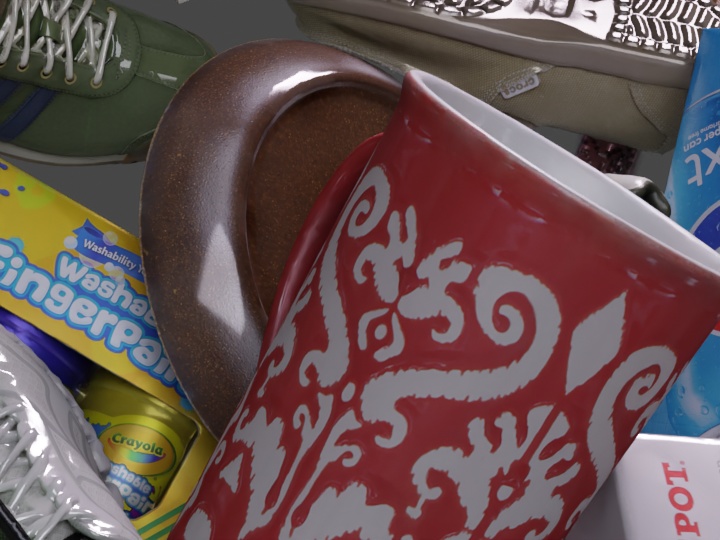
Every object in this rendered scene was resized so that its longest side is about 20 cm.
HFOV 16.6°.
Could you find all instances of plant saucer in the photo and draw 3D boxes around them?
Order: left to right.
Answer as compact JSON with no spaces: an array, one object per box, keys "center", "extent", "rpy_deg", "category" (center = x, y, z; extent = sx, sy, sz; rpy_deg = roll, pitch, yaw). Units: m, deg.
[{"center":[0.000,0.000,0.972],"extent":[0.199,0.032,0.202],"rpy_deg":[18,63,-40],"category":"plant saucer"}]

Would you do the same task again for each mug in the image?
[{"center":[0.022,0.050,0.843],"extent":[0.133,0.178,0.201],"rpy_deg":[30,98,-5],"category":"mug"}]

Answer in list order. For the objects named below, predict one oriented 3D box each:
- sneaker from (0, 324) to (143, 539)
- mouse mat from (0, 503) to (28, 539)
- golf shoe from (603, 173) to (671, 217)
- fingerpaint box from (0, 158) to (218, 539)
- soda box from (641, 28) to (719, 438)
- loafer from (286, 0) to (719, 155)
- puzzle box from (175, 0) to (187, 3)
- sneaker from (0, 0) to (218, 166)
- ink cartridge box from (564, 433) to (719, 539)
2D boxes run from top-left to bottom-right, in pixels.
[{"center":[-0.114,0.088,0.883],"extent":[0.075,0.081,0.200],"rpy_deg":[-34,84,-13],"category":"sneaker"},{"center":[-0.175,0.127,0.879],"extent":[0.161,0.200,0.008],"rpy_deg":[51,42,4],"category":"mouse mat"},{"center":[0.062,0.042,0.925],"extent":[0.078,0.097,0.201],"rpy_deg":[37,53,-31],"category":"golf shoe"},{"center":[-0.149,0.052,0.968],"extent":[0.199,0.073,0.167],"rpy_deg":[30,72,1],"category":"fingerpaint box"},{"center":[0.153,0.010,0.966],"extent":[0.064,0.068,0.201],"rpy_deg":[3,72,37],"category":"soda box"},{"center":[0.058,-0.092,1.043],"extent":[0.199,0.069,0.076],"rpy_deg":[15,37,11],"category":"loafer"},{"center":[-0.038,-0.216,0.991],"extent":[0.132,0.201,0.025],"rpy_deg":[-25,43,-18],"category":"puzzle box"},{"center":[-0.151,-0.093,1.002],"extent":[0.199,0.090,0.068],"rpy_deg":[8,72,-6],"category":"sneaker"},{"center":[0.176,0.141,0.846],"extent":[0.199,0.084,0.146],"rpy_deg":[4,46,-12],"category":"ink cartridge box"}]
